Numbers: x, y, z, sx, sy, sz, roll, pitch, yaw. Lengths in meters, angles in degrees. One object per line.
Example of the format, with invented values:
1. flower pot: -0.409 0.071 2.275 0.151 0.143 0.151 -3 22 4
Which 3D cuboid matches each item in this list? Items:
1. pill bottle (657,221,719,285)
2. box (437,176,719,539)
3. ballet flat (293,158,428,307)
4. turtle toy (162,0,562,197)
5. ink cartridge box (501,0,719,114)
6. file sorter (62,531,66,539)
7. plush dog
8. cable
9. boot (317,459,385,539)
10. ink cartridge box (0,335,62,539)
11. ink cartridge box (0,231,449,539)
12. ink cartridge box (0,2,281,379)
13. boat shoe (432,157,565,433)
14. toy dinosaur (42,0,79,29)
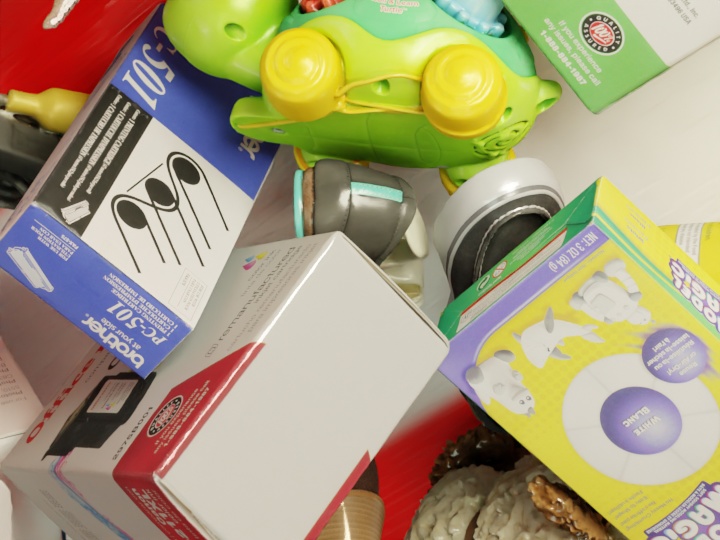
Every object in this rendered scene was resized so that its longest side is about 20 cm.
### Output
1. pill bottle: 0.225 0.027 0.962 0.198 0.112 0.112 -5 122 17
2. box: 0.141 0.064 0.912 0.200 0.049 0.117 40 123 -14
3. ballet flat: 0.000 0.000 0.988 0.068 0.069 0.200 -1 164 -2
4. turtle toy: -0.001 -0.103 0.933 0.198 0.102 0.146 8 165 9
5. ink cartridge box: 0.144 -0.187 0.857 0.199 0.084 0.146 -30 111 29
6. file sorter: -0.113 0.212 1.168 0.137 0.123 0.201 14 125 4
7. plush dog: 0.090 0.158 1.034 0.160 0.202 0.171 28 150 -37
8. cable: -0.210 -0.083 0.993 0.199 0.051 0.097 23 146 -39
9. boot: -0.087 0.121 1.061 0.198 0.168 0.073 -9 146 3
10. ink cartridge box: -0.247 0.108 1.067 0.124 0.200 0.130 -14 127 -24
11. ink cartridge box: -0.071 0.067 0.932 0.083 0.146 0.199 45 156 -20
12. ink cartridge box: -0.101 -0.044 0.945 0.094 0.201 0.044 39 123 -13
13. boat shoe: 0.075 0.022 0.980 0.069 0.067 0.201 -18 151 -15
14. toy dinosaur: -0.078 -0.168 0.858 0.134 0.201 0.087 12 121 2
